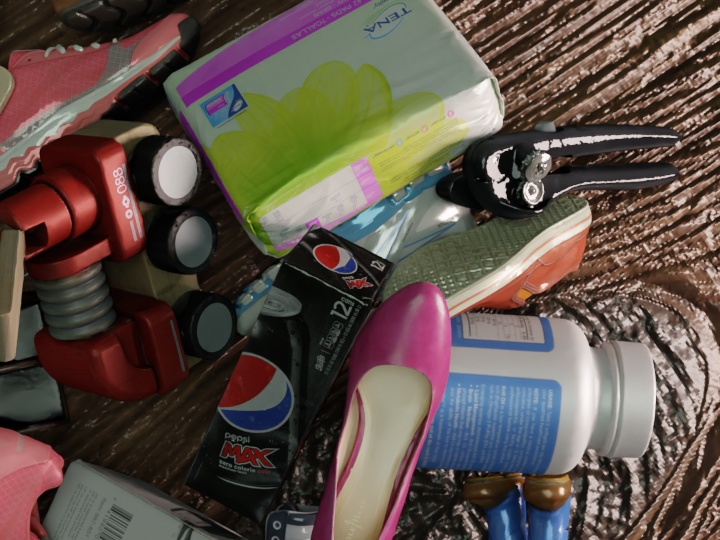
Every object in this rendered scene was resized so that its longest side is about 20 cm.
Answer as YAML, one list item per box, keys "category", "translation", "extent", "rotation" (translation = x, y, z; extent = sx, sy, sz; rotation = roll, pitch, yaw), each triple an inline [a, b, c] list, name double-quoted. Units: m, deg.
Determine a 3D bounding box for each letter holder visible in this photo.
- category: "letter holder"
  translation: [-0.315, 0.082, 0.909]
  extent: [0.200, 0.142, 0.101]
  rotation: [-13, 89, -4]

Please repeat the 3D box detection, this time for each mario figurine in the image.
- category: "mario figurine"
  translation: [0.113, 0.245, 0.943]
  extent: [0.106, 0.123, 0.200]
  rotation: [-4, 84, -16]

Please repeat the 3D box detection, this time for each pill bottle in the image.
- category: "pill bottle"
  translation: [0.100, 0.087, 0.948]
  extent: [0.200, 0.112, 0.112]
  rotation: [4, 88, -2]

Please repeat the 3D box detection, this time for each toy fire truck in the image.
- category: "toy fire truck"
  translation: [-0.179, 0.015, 0.860]
  extent: [0.200, 0.129, 0.176]
  rotation: [-33, 123, -43]

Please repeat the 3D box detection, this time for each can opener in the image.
- category: "can opener"
  translation: [0.152, -0.079, 0.959]
  extent: [0.200, 0.079, 0.063]
  rotation: [-12, 113, -26]

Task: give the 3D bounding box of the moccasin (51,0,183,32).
- category: "moccasin"
  translation: [-0.138, -0.244, 0.966]
  extent: [0.201, 0.074, 0.078]
  rotation: [-37, 81, -1]

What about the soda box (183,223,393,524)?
- category: "soda box"
  translation: [-0.051, 0.072, 0.914]
  extent: [0.063, 0.071, 0.200]
  rotation: [27, 118, 4]

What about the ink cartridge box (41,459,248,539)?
- category: "ink cartridge box"
  translation: [-0.133, 0.234, 0.891]
  extent: [0.200, 0.084, 0.145]
  rotation: [20, 83, 36]

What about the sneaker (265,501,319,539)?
- category: "sneaker"
  translation: [-0.076, 0.234, 0.956]
  extent: [0.200, 0.070, 0.109]
  rotation: [-23, 86, -2]

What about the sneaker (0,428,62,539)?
- category: "sneaker"
  translation: [-0.252, 0.191, 0.881]
  extent: [0.087, 0.074, 0.200]
  rotation: [17, 112, -18]

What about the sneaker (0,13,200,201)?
- category: "sneaker"
  translation: [-0.207, -0.135, 0.958]
  extent: [0.200, 0.074, 0.087]
  rotation: [-37, 87, -5]

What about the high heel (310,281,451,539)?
- category: "high heel"
  translation: [0.012, 0.108, 0.842]
  extent: [0.067, 0.096, 0.200]
  rotation: [20, 112, -10]

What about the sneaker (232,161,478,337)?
- category: "sneaker"
  translation: [0.000, 0.000, 0.968]
  extent: [0.200, 0.075, 0.087]
  rotation: [-34, 96, -4]

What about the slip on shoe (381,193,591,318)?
- category: "slip on shoe"
  translation: [0.093, 0.003, 0.935]
  extent: [0.200, 0.074, 0.061]
  rotation: [-27, 122, -42]

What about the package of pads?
- category: "package of pads"
  translation: [-0.017, -0.116, 0.939]
  extent: [0.200, 0.068, 0.155]
  rotation: [-31, 58, -3]

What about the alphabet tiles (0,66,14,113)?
- category: "alphabet tiles"
  translation: [-0.346, -0.124, 0.956]
  extent: [0.195, 0.015, 0.200]
  rotation: [26, 86, 16]
